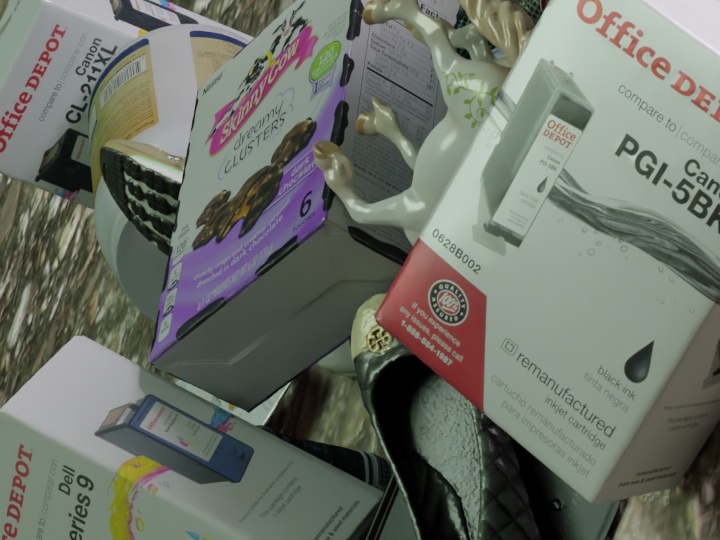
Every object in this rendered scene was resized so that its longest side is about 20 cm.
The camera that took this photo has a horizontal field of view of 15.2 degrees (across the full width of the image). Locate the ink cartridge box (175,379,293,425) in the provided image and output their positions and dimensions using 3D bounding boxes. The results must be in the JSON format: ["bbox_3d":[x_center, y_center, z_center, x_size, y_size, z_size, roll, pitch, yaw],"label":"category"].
[{"bbox_3d":[-0.096,0.123,1.753,0.174,0.043,0.200,-57,20,1],"label":"ink cartridge box"}]

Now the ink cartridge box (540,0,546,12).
[{"bbox_3d":[0.139,-0.246,1.377,0.162,0.050,0.201,73,-147,-71],"label":"ink cartridge box"}]

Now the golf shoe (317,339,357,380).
[{"bbox_3d":[0.000,0.000,1.548,0.200,0.097,0.079,-39,37,56],"label":"golf shoe"}]

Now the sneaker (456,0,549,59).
[{"bbox_3d":[0.070,-0.154,1.523,0.200,0.091,0.078,-26,48,62],"label":"sneaker"}]

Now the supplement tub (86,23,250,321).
[{"bbox_3d":[-0.110,-0.063,1.816,0.145,0.144,0.200,-59,22,26],"label":"supplement tub"}]

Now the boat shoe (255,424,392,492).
[{"bbox_3d":[-0.064,0.175,1.550,0.201,0.091,0.071,-61,22,22],"label":"boat shoe"}]

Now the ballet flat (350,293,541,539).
[{"bbox_3d":[0.040,0.091,1.298,0.066,0.057,0.200,-39,56,25],"label":"ballet flat"}]

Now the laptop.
[{"bbox_3d":[0.061,0.149,1.376,0.200,0.116,0.188,-6,-61,-81],"label":"laptop"}]

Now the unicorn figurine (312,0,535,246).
[{"bbox_3d":[0.047,-0.048,1.304,0.137,0.074,0.200,40,144,26],"label":"unicorn figurine"}]

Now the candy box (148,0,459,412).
[{"bbox_3d":[-0.029,-0.051,1.451,0.168,0.071,0.201,-38,34,42],"label":"candy box"}]

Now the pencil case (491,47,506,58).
[{"bbox_3d":[0.116,-0.073,1.346,0.200,0.083,0.091,-170,74,-69],"label":"pencil case"}]

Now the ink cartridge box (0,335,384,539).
[{"bbox_3d":[-0.103,0.148,1.455,0.088,0.199,0.146,-45,-22,-49],"label":"ink cartridge box"}]

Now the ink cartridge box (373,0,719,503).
[{"bbox_3d":[0.118,-0.021,1.190,0.147,0.083,0.200,39,113,27],"label":"ink cartridge box"}]

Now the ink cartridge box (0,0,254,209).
[{"bbox_3d":[-0.171,-0.120,1.945,0.146,0.199,0.083,-59,22,26],"label":"ink cartridge box"}]

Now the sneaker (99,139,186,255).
[{"bbox_3d":[-0.066,-0.048,1.677,0.077,0.199,0.089,95,-162,-48],"label":"sneaker"}]
